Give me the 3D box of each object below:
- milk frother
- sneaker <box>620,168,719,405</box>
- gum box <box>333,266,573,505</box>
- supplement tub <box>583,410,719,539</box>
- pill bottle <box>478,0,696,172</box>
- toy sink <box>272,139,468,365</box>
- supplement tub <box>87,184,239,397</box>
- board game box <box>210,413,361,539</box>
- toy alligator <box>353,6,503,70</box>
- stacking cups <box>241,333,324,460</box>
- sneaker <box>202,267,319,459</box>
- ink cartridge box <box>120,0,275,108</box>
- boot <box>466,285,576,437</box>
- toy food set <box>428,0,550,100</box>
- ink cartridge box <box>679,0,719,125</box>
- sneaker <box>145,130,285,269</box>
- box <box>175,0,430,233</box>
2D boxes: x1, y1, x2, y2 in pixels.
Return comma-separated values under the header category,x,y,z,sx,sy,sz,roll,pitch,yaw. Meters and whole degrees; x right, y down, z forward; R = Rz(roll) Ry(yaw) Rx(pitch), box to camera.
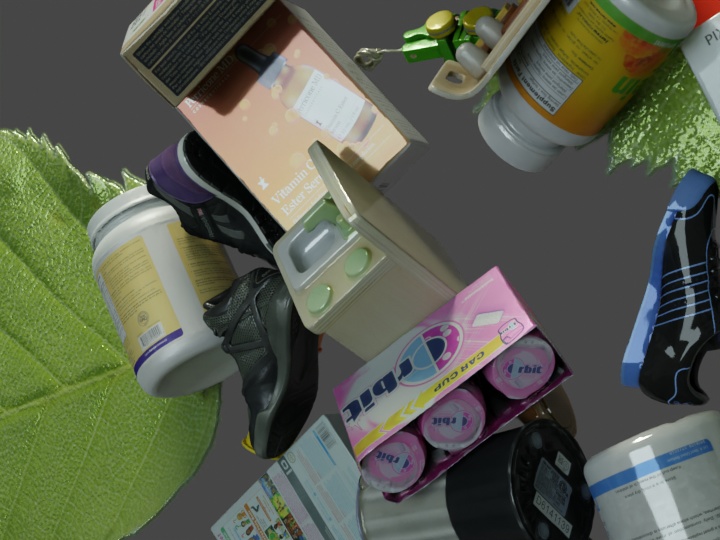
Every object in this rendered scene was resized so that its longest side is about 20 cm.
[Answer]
category,x,y,z,sx,sy,sz,roll,pitch,yaw
milk frother,0.095,0.251,1.091,0.187,0.200,0.181,-21,107,43
sneaker,0.287,0.018,1.078,0.077,0.070,0.202,18,102,25
gum box,0.072,0.101,1.090,0.200,0.066,0.114,-38,28,7
supplement tub,0.278,0.229,1.033,0.131,0.132,0.201,-29,72,30
pill bottle,0.192,-0.182,1.108,0.111,0.111,0.200,58,133,22
toy sink,0.000,0.000,1.151,0.112,0.200,0.131,-43,40,12
supplement tub,-0.205,0.021,1.364,0.145,0.145,0.201,-37,68,28
board game box,-0.045,0.266,1.295,0.200,0.064,0.148,-45,64,23
toy alligator,0.086,-0.230,1.232,0.199,0.059,0.054,1,49,34
stacking cups,-0.068,0.098,1.320,0.060,0.060,0.201,24,101,33
sneaker,-0.102,0.087,1.268,0.114,0.076,0.201,22,119,34
ink cartridge box,-0.151,-0.258,1.217,0.165,0.075,0.200,-45,19,7
boot,0.100,0.129,1.185,0.156,0.076,0.200,-50,57,16
toy food set,0.131,-0.242,1.083,0.060,0.144,0.200,37,110,-3
ink cartridge box,0.357,-0.241,1.051,0.199,0.043,0.175,-32,72,29
sneaker,-0.138,-0.060,1.315,0.087,0.200,0.076,-26,32,34
box,-0.057,-0.144,1.245,0.152,0.106,0.200,-45,83,12
